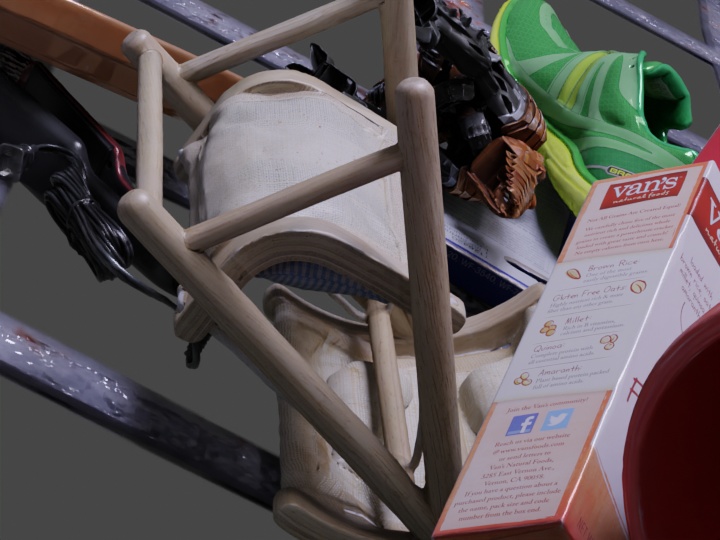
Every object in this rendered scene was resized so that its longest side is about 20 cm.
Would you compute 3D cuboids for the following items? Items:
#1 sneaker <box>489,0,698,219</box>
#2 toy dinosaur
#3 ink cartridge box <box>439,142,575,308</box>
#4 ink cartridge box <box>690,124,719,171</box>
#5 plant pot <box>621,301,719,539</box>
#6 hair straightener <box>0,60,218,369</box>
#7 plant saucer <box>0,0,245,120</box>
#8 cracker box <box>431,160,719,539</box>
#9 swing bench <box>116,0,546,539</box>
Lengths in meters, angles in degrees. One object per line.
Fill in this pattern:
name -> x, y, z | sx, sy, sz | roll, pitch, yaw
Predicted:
sneaker -> 0.126, -0.078, 1.444 | 0.074, 0.083, 0.200 | 52, 8, -41
toy dinosaur -> 0.049, -0.080, 1.362 | 0.136, 0.102, 0.200 | 38, -8, -26
ink cartridge box -> 0.092, -0.001, 1.418 | 0.197, 0.047, 0.200 | 30, 22, -2
ink cartridge box -> 0.224, 0.029, 1.155 | 0.200, 0.084, 0.144 | 32, -13, 20
plant pot -> 0.211, 0.052, 0.955 | 0.200, 0.201, 0.177 | 34, 43, 11
hair straightener -> -0.125, -0.027, 1.197 | 0.077, 0.041, 0.200 | 8, 34, -46
plant saucer -> -0.147, -0.114, 1.298 | 0.200, 0.032, 0.200 | 23, 3, -1
cracker box -> 0.106, 0.074, 1.031 | 0.134, 0.058, 0.200 | 60, 37, -29
swing bench -> 0.000, 0.000, 1.126 | 0.199, 0.129, 0.200 | -98, 165, -67
